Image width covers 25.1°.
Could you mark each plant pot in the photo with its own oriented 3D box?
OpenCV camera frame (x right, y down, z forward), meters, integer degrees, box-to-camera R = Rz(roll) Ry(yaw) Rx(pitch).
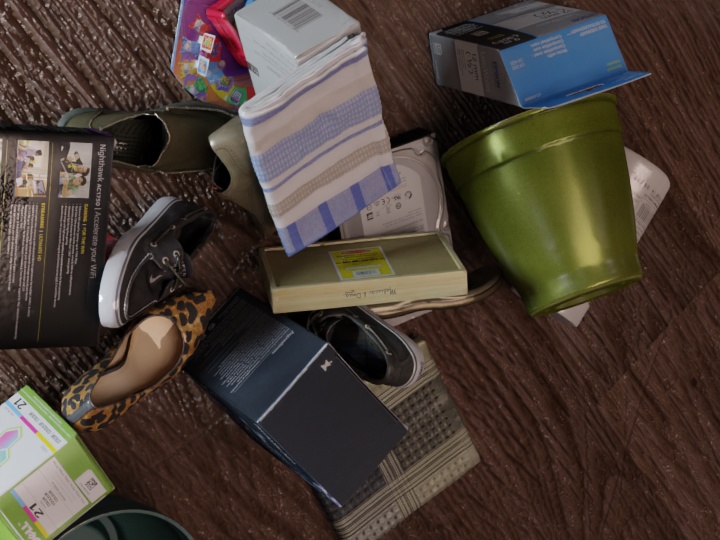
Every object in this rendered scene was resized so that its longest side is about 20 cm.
[{"bbox_3d":[-0.272,0.310,1.619,0.199,0.134,0.202,-10,109,-30],"label":"plant pot"},{"bbox_3d":[0.210,-0.060,1.720,0.199,0.200,0.194,-14,80,-27],"label":"plant pot"}]

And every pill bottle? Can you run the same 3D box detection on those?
[{"bbox_3d":[0.259,-0.043,1.852,0.114,0.114,0.201,33,86,-34],"label":"pill bottle"}]

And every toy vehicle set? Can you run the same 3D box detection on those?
[{"bbox_3d":[0.000,0.000,1.659,0.199,0.124,0.027,-5,111,-7],"label":"toy vehicle set"}]

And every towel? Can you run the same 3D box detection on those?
[{"bbox_3d":[0.028,0.198,1.840,0.199,0.035,0.193,-34,117,-16],"label":"towel"},{"bbox_3d":[-0.034,-0.117,1.543,0.147,0.024,0.201,-34,139,-17],"label":"towel"}]

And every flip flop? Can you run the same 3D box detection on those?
[{"bbox_3d":[0.067,0.013,1.738,0.199,0.081,0.058,-9,96,-24],"label":"flip flop"}]

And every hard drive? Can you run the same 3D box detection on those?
[{"bbox_3d":[0.032,-0.040,1.760,0.139,0.038,0.201,-20,115,-25],"label":"hard drive"}]

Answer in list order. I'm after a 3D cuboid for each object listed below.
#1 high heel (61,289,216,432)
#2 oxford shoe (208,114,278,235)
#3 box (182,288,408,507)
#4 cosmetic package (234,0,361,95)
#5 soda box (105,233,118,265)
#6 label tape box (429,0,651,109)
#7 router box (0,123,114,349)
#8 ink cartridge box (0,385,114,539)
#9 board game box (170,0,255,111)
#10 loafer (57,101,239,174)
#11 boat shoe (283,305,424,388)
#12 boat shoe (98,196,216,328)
[{"bbox_3d":[-0.208,0.085,1.582,0.200,0.143,0.071,-42,95,-12],"label":"high heel"},{"bbox_3d":[-0.113,-0.093,1.604,0.074,0.071,0.200,-18,150,-8],"label":"oxford shoe"},{"bbox_3d":[-0.073,0.126,1.647,0.107,0.200,0.149,-48,123,-11],"label":"box"},{"bbox_3d":[-0.045,-0.172,1.594,0.081,0.113,0.201,-32,137,-20],"label":"cosmetic package"},{"bbox_3d":[-0.324,0.014,1.534,0.199,0.070,0.064,-13,108,-28],"label":"soda box"},{"bbox_3d":[0.186,-0.228,1.698,0.143,0.200,0.067,-21,113,-25],"label":"label tape box"},{"bbox_3d":[-0.306,-0.030,1.462,0.148,0.051,0.201,1,101,-32],"label":"router box"},{"bbox_3d":[-0.353,0.219,1.532,0.200,0.148,0.076,-39,121,-16],"label":"ink cartridge box"},{"bbox_3d":[-0.101,-0.254,1.608,0.157,0.039,0.201,4,103,-32],"label":"board game box"},{"bbox_3d":[-0.194,-0.122,1.574,0.199,0.070,0.076,-7,108,-30],"label":"loafer"},{"bbox_3d":[-0.022,0.058,1.657,0.056,0.199,0.069,-1,115,-54],"label":"boat shoe"},{"bbox_3d":[-0.188,-0.008,1.548,0.200,0.066,0.070,-61,154,-59],"label":"boat shoe"}]
